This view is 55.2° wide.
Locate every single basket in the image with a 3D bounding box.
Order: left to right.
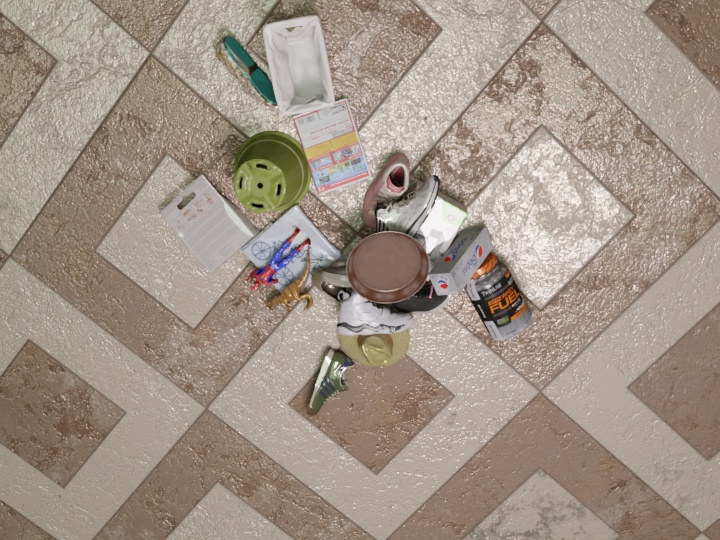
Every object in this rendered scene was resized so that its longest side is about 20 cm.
[{"bbox_3d":[-0.135,-0.473,1.588,0.134,0.124,0.203,-9,108,5],"label":"basket"}]

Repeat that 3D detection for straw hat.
[{"bbox_3d":[0.040,0.198,1.788,0.198,0.085,0.203,0,121,-1],"label":"straw hat"}]

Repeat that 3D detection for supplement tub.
[{"bbox_3d":[0.340,0.065,1.736,0.122,0.123,0.201,-29,104,11],"label":"supplement tub"}]

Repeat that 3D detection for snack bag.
[{"bbox_3d":[-0.177,-0.048,1.776,0.199,0.021,0.189,-40,102,14],"label":"snack bag"}]

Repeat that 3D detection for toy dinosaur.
[{"bbox_3d":[-0.162,0.049,1.766,0.106,0.060,0.200,42,105,-10],"label":"toy dinosaur"}]

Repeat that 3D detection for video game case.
[{"bbox_3d":[-0.069,-0.302,1.683,0.141,0.017,0.202,-19,106,-1],"label":"video game case"}]

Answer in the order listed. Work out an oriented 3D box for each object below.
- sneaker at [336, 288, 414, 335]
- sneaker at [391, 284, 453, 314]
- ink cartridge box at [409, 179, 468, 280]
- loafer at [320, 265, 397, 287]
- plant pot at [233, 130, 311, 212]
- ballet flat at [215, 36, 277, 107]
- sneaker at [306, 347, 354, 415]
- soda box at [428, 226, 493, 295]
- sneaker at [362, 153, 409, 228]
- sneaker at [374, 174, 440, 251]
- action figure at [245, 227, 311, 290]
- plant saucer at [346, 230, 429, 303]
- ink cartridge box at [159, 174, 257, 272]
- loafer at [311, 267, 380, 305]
[{"bbox_3d":[0.036,0.096,1.713,0.197,0.075,0.117,-5,100,-3],"label":"sneaker"},{"bbox_3d":[0.137,0.057,1.717,0.099,0.071,0.199,37,145,-30],"label":"sneaker"},{"bbox_3d":[0.155,-0.098,1.712,0.144,0.084,0.201,27,107,-5],"label":"ink cartridge box"},{"bbox_3d":[0.000,0.000,1.697,0.197,0.070,0.071,0,118,0],"label":"loafer"},{"bbox_3d":[-0.224,-0.220,1.636,0.197,0.190,0.203,1,107,2],"label":"plant pot"},{"bbox_3d":[-0.270,-0.463,1.635,0.064,0.076,0.201,-29,101,43],"label":"ballet flat"},{"bbox_3d":[-0.077,0.314,1.860,0.089,0.067,0.202,20,104,2],"label":"sneaker"},{"bbox_3d":[0.246,-0.024,1.672,0.068,0.200,0.064,-6,122,43],"label":"soda box"},{"bbox_3d":[0.061,-0.186,1.680,0.075,0.105,0.202,24,107,-9],"label":"sneaker"},{"bbox_3d":[0.100,-0.150,1.611,0.114,0.076,0.202,26,110,-10],"label":"sneaker"},{"bbox_3d":[-0.215,-0.011,1.731,0.065,0.099,0.200,43,107,-10],"label":"action figure"},{"bbox_3d":[0.064,-0.013,1.630,0.197,0.035,0.202,-1,124,-2],"label":"plant saucer"},{"bbox_3d":[-0.386,-0.121,1.753,0.160,0.050,0.201,-38,98,13],"label":"ink cartridge box"},{"bbox_3d":[-0.033,0.057,1.771,0.198,0.068,0.076,19,108,-13],"label":"loafer"}]
